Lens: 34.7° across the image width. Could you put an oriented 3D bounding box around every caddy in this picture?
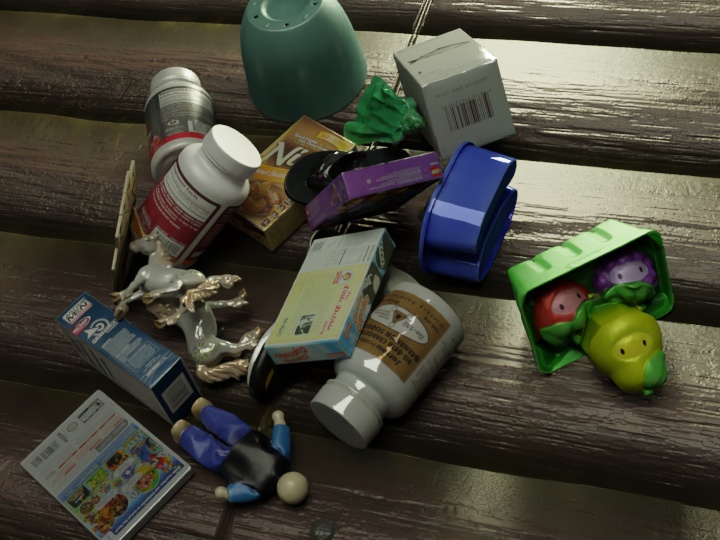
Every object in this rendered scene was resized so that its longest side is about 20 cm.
[{"bbox_3d":[0.139,-0.081,1.568,0.105,0.142,0.200,16,58,20],"label":"caddy"}]

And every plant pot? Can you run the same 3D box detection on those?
[{"bbox_3d":[-0.100,-0.363,1.832,0.199,0.161,0.201,-6,52,8],"label":"plant pot"}]

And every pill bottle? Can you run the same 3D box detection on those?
[{"bbox_3d":[0.032,0.121,1.456,0.114,0.115,0.200,27,64,30],"label":"pill bottle"},{"bbox_3d":[-0.231,-0.106,1.639,0.200,0.113,0.113,-47,46,25],"label":"pill bottle"},{"bbox_3d":[-0.280,-0.224,1.801,0.110,0.111,0.201,-16,51,2],"label":"pill bottle"}]

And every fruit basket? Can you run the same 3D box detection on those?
[{"bbox_3d":[0.304,0.054,1.431,0.215,0.156,0.216,-15,34,10],"label":"fruit basket"}]

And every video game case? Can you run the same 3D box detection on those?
[{"bbox_3d":[-0.332,0.258,1.504,0.200,0.018,0.143,32,66,32],"label":"video game case"}]

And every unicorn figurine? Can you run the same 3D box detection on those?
[{"bbox_3d":[-0.271,0.012,1.545,0.199,0.074,0.137,24,43,23],"label":"unicorn figurine"},{"bbox_3d":[-0.216,0.067,1.576,0.137,0.074,0.200,-21,50,-6],"label":"unicorn figurine"}]

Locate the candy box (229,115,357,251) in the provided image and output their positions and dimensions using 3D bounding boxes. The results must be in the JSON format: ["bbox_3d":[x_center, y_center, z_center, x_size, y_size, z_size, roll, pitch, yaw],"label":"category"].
[{"bbox_3d":[-0.108,-0.133,1.723,0.115,0.055,0.200,33,67,31],"label":"candy box"}]

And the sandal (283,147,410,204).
[{"bbox_3d":[-0.016,-0.147,1.671,0.200,0.048,0.076,-13,82,-18],"label":"sandal"}]

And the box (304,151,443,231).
[{"bbox_3d":[0.014,-0.105,1.572,0.136,0.200,0.039,-14,84,-18],"label":"box"}]

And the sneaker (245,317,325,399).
[{"bbox_3d":[-0.068,0.096,1.527,0.090,0.070,0.200,21,59,31],"label":"sneaker"}]

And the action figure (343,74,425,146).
[{"bbox_3d":[0.044,-0.224,1.693,0.200,0.054,0.119,30,102,66],"label":"action figure"}]

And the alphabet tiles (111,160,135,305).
[{"bbox_3d":[-0.332,-0.051,1.622,0.006,0.200,0.167,8,66,-7],"label":"alphabet tiles"}]

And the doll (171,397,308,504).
[{"bbox_3d":[-0.143,0.231,1.457,0.200,0.049,0.137,29,66,31],"label":"doll"}]

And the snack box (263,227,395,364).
[{"bbox_3d":[-0.037,0.032,1.490,0.116,0.037,0.200,-8,41,32],"label":"snack box"}]

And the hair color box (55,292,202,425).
[{"bbox_3d":[-0.312,0.118,1.553,0.200,0.100,0.061,29,64,30],"label":"hair color box"}]

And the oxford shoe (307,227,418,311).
[{"bbox_3d":[0.000,0.000,1.594,0.200,0.058,0.075,31,64,30],"label":"oxford shoe"}]

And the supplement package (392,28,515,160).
[{"bbox_3d":[0.133,-0.261,1.679,0.116,0.118,0.200,-21,26,-2],"label":"supplement package"}]
